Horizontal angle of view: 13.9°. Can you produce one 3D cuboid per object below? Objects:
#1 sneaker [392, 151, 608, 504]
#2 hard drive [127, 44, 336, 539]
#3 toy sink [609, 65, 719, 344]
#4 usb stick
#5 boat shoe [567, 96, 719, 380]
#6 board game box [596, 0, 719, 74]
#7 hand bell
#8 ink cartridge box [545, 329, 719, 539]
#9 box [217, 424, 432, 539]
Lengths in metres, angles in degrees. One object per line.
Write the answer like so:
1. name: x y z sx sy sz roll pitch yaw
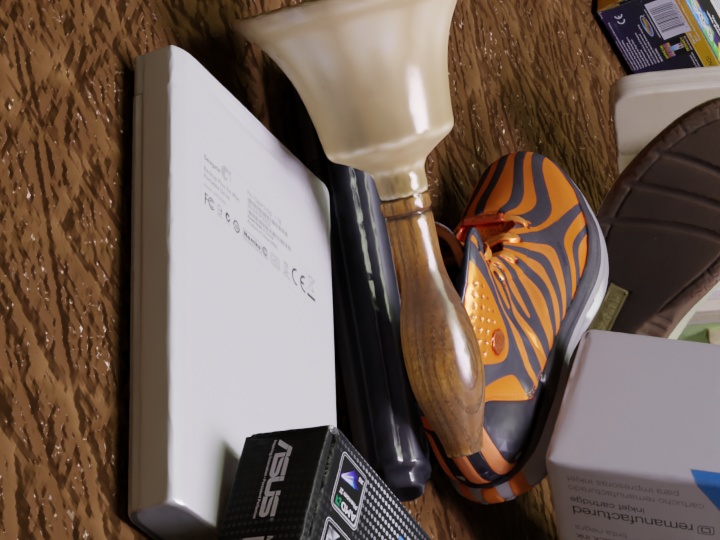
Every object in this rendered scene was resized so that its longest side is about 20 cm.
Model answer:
1. sneaker: 0.057 -0.001 1.362 0.112 0.077 0.201 55 30 -39
2. hard drive: -0.049 0.028 1.169 0.132 0.026 0.201 43 38 -50
3. toy sink: 0.203 -0.006 1.553 0.200 0.130 0.113 77 10 -57
4. usb stick: 0.000 0.000 1.283 0.055 0.032 0.201 82 -2 -76
5. boat shoe: 0.142 0.002 1.455 0.072 0.200 0.076 37 14 12
6. board game box: 0.213 -0.151 1.839 0.200 0.056 0.166 55 27 -36
7. hand bell: 0.021 -0.020 1.232 0.104 0.104 0.201 -26 102 -67
8. ink cartridge box: 0.174 0.129 1.375 0.201 0.145 0.085 76 26 -46
9. box: -0.002 0.192 1.108 0.200 0.047 0.194 52 39 -42
